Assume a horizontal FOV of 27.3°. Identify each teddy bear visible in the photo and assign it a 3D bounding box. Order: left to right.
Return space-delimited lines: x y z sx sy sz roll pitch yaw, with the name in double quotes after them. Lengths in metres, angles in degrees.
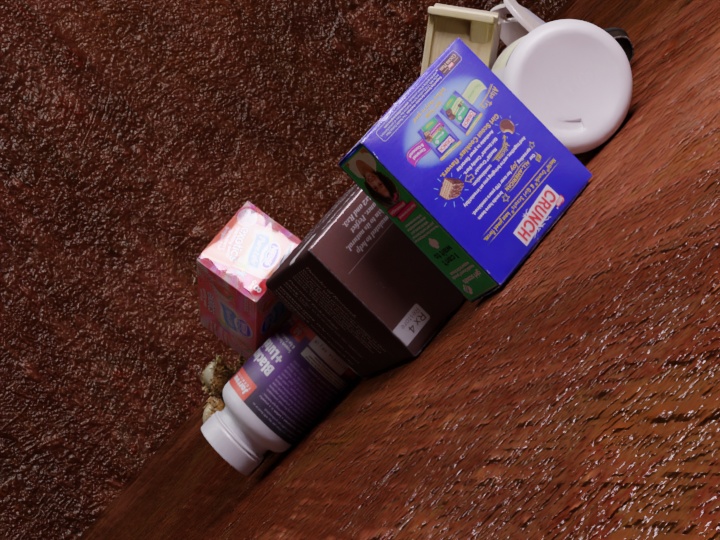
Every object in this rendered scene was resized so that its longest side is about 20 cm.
-0.145 0.175 1.926 0.066 0.200 0.147 -10 55 22 "teddy bear"

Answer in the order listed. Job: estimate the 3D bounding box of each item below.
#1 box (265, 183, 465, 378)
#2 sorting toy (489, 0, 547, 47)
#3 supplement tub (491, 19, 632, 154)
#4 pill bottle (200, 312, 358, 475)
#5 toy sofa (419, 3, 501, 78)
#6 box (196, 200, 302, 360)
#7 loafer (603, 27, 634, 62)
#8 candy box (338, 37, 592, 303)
0.022 -0.004 1.663 0.166 0.164 0.200 -48 5 -21 "box"
0.248 -0.298 2.028 0.107 0.180 0.200 -46 5 -3 "sorting toy"
0.221 -0.204 1.692 0.145 0.145 0.200 -46 5 1 "supplement tub"
-0.097 0.147 1.798 0.200 0.111 0.111 -46 5 1 "pill bottle"
0.111 -0.211 1.770 0.098 0.082 0.203 -35 -46 -76 "toy sofa"
-0.135 0.019 1.828 0.103 0.094 0.201 -49 -13 -23 "box"
0.286 -0.230 1.888 0.200 0.073 0.071 -44 40 -16 "loafer"
0.107 -0.101 1.502 0.169 0.200 0.077 -47 3 -24 "candy box"
